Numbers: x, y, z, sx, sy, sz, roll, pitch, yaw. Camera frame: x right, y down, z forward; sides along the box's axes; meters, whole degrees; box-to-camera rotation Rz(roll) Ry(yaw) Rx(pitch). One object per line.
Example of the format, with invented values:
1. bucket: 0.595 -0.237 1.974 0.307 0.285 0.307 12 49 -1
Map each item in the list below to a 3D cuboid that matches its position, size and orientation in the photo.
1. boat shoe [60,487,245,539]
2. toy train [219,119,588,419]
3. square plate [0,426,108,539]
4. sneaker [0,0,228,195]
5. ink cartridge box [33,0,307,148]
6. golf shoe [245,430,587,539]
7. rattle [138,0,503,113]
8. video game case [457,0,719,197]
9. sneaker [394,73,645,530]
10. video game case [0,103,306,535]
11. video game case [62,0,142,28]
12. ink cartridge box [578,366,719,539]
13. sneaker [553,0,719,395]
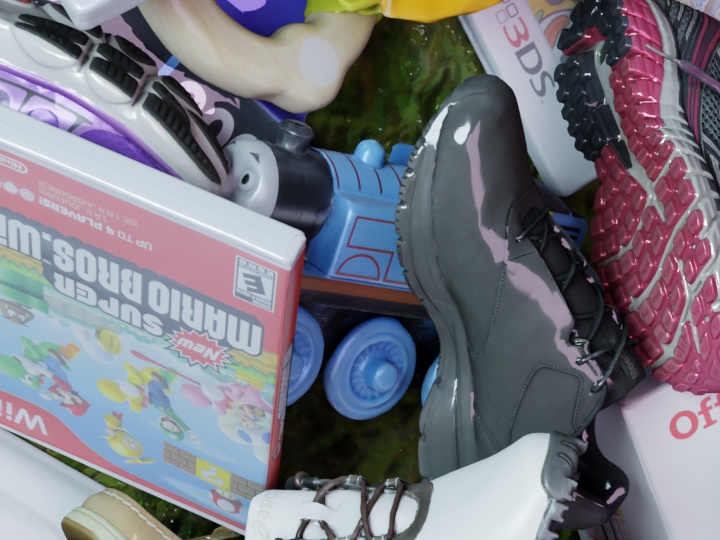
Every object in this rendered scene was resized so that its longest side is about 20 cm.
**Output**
1. boat shoe: -0.051 0.146 1.161 0.067 0.074 0.200 -54 128 -12
2. toy train: 0.000 0.000 1.120 0.199 0.087 0.115 10 104 -39
3. square plate: -0.218 0.144 1.132 0.200 0.028 0.199 34 90 -21
4. sneaker: -0.147 -0.069 1.044 0.199 0.081 0.084 25 106 -3
5. ink cartridge box: -0.123 -0.084 1.106 0.198 0.043 0.200 42 86 -20
6. golf shoe: 0.004 0.114 1.047 0.094 0.078 0.200 40 123 -13
7. rattle: -0.046 -0.157 1.052 0.200 0.143 0.130 44 74 -26
8. video game case: 0.130 -0.160 1.181 0.200 0.023 0.182 -32 109 -9
9. sneaker: 0.069 0.016 1.060 0.076 0.090 0.201 -44 133 -49
10. video game case: -0.094 0.023 1.046 0.142 0.200 0.017 23 55 10
11. video game case: -0.094 -0.205 1.033 0.143 0.017 0.200 -28 70 -11
12. ink cartridge box: 0.182 0.097 1.187 0.147 0.145 0.201 -25 108 -13
13. sneaker: 0.141 -0.040 1.109 0.074 0.201 0.081 9 144 -23
